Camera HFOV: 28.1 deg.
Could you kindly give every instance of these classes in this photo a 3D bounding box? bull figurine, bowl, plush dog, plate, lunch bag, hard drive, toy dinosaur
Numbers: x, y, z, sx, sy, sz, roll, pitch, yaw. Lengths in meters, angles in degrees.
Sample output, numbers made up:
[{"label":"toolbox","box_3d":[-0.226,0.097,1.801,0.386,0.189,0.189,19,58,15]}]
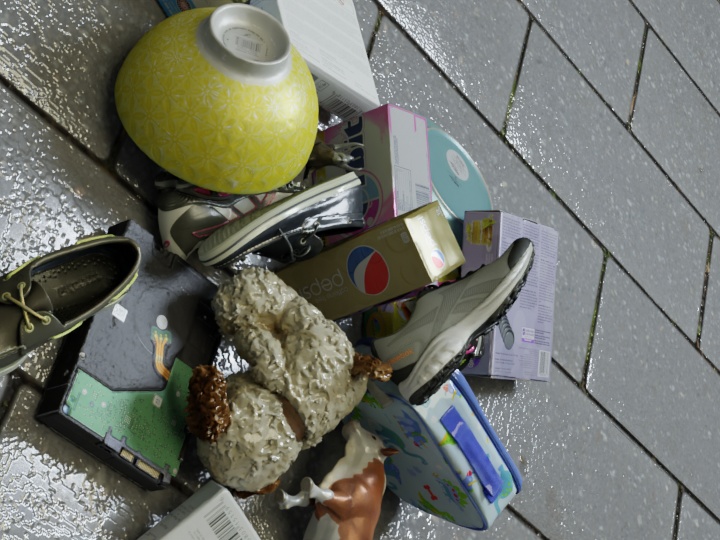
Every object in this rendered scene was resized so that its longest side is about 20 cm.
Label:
[{"label":"bull figurine","box_3d":[-0.028,0.242,1.359,0.121,0.065,0.202,10,87,-43]},{"label":"bowl","box_3d":[-0.118,-0.180,1.328,0.199,0.108,0.201,16,46,-17]},{"label":"plush dog","box_3d":[-0.076,0.124,1.296,0.172,0.160,0.201,-47,136,-23]},{"label":"plate","box_3d":[0.103,-0.100,1.653,0.200,0.025,0.201,37,37,-33]},{"label":"lunch bag","box_3d":[0.066,0.164,1.436,0.082,0.160,0.201,-46,120,-24]},{"label":"hard drive","box_3d":[-0.195,0.075,1.270,0.140,0.038,0.201,39,49,-34]},{"label":"toy dinosaur","box_3d":[-0.099,-0.152,1.447,0.200,0.077,0.102,48,31,20]}]

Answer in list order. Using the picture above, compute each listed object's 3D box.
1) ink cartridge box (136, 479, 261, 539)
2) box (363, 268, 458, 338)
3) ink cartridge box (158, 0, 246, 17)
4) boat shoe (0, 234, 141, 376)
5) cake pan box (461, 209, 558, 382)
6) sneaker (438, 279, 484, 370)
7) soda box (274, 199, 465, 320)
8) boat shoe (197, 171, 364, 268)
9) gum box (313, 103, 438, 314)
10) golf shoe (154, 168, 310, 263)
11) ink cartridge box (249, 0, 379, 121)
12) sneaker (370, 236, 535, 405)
[{"label":"ink cartridge box","box_3d":[-0.138,0.315,1.243,0.173,0.043,0.201,-37,107,-19]},{"label":"box","box_3d":[0.057,0.041,1.574,0.117,0.048,0.202,27,56,-43]},{"label":"ink cartridge box","box_3d":[-0.121,-0.320,1.367,0.116,0.199,0.067,58,41,-18]},{"label":"boat shoe","box_3d":[-0.263,0.026,1.163,0.201,0.060,0.072,-31,85,-38]},{"label":"cake pan box","box_3d":[0.173,0.033,1.649,0.200,0.052,0.186,9,85,-62]},{"label":"sneaker","box_3d":[0.094,0.066,1.470,0.200,0.073,0.088,-93,170,-81]},{"label":"soda box","box_3d":[0.000,0.000,1.397,0.064,0.199,0.068,-30,97,-50]},{"label":"boat shoe","box_3d":[-0.066,-0.036,1.342,0.199,0.074,0.063,-26,99,-43]},{"label":"gum box","box_3d":[0.014,-0.058,1.502,0.066,0.113,0.202,15,66,-46]},{"label":"golf shoe","box_3d":[-0.118,-0.051,1.392,0.199,0.077,0.089,1,93,-44]},{"label":"ink cartridge box","box_3d":[-0.062,-0.273,1.548,0.162,0.050,0.201,26,39,-49]},{"label":"sneaker","box_3d":[0.091,0.032,1.342,0.079,0.074,0.200,41,67,14]}]
